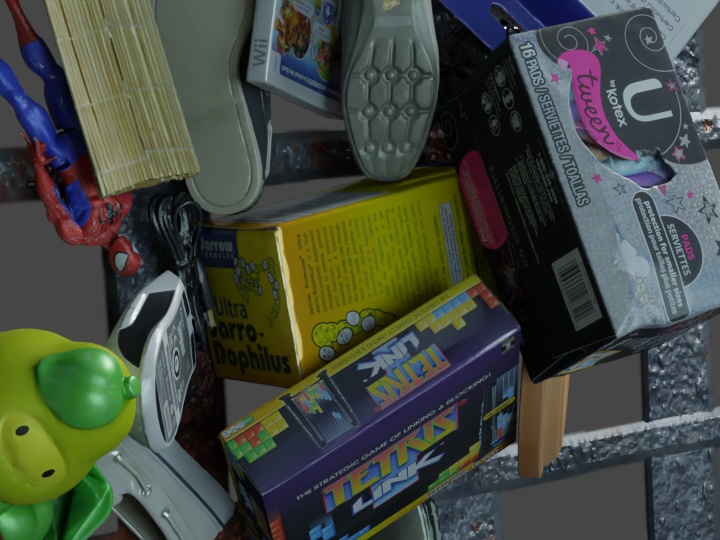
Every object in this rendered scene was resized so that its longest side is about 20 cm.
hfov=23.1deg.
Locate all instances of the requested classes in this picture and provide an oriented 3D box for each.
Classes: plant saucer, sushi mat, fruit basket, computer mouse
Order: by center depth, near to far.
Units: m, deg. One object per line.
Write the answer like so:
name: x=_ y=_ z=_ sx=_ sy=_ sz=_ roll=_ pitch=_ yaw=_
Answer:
fruit basket: x=-0.219 y=0.097 z=0.986 sx=0.155 sy=0.215 sz=0.216 roll=-44 pitch=116 yaw=-27
computer mouse: x=-0.128 y=0.039 z=1.084 sx=0.200 sy=0.043 sz=0.110 roll=-78 pitch=165 yaw=-63
sushi mat: x=-0.158 y=-0.148 z=1.100 sx=0.095 sy=0.012 sz=0.201 roll=-16 pitch=90 yaw=-52
plant saucer: x=0.137 y=0.050 z=1.279 sx=0.200 sy=0.032 sz=0.202 roll=4 pitch=90 yaw=-81

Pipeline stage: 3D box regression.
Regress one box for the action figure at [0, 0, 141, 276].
action figure: x=-0.187 y=-0.084 z=1.100 sx=0.065 sy=0.051 sz=0.201 roll=-39 pitch=116 yaw=-35

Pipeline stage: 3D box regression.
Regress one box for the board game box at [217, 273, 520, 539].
board game box: x=0.012 y=0.110 z=1.164 sx=0.199 sy=0.057 sz=0.166 roll=-32 pitch=153 yaw=-14

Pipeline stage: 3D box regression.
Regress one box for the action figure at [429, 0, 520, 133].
action figure: x=0.109 y=-0.125 z=1.293 sx=0.199 sy=0.102 sz=0.120 roll=23 pitch=86 yaw=-10

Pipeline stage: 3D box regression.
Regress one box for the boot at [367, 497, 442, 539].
boot: x=-0.011 y=0.232 z=1.237 sx=0.130 sy=0.068 sz=0.202 roll=-4 pitch=93 yaw=-31

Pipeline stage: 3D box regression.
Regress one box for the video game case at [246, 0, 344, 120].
video game case: x=-0.030 y=-0.213 z=1.188 sx=0.143 sy=0.018 sz=0.202 roll=14 pitch=82 yaw=-69

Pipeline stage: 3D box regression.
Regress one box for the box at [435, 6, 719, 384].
box: x=0.151 y=-0.048 z=1.141 sx=0.114 sy=0.132 sz=0.201 roll=-15 pitch=79 yaw=-24

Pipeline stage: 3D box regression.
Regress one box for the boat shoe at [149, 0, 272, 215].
boat shoe: x=-0.095 y=-0.137 z=1.173 sx=0.063 sy=0.072 sz=0.202 roll=-9 pitch=93 yaw=-80

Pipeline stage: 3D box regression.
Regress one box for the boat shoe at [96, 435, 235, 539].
boat shoe: x=-0.162 y=0.122 z=1.115 sx=0.200 sy=0.071 sz=0.070 roll=50 pitch=63 yaw=-34

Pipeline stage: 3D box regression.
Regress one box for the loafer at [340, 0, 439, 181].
loafer: x=0.020 y=-0.163 z=1.204 sx=0.069 sy=0.070 sz=0.202 roll=3 pitch=97 yaw=1

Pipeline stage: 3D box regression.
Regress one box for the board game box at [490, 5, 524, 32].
board game box: x=0.131 y=-0.295 z=1.335 sx=0.200 sy=0.041 sz=0.200 roll=38 pitch=69 yaw=-32

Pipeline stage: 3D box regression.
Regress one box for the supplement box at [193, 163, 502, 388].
supplement box: x=0.000 y=0.000 z=1.205 sx=0.199 sy=0.109 sz=0.110 roll=-17 pitch=102 yaw=-35

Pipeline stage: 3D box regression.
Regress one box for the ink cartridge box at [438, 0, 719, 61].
ink cartridge box: x=0.158 y=-0.226 z=1.261 sx=0.199 sy=0.041 sz=0.200 roll=42 pitch=66 yaw=-5
